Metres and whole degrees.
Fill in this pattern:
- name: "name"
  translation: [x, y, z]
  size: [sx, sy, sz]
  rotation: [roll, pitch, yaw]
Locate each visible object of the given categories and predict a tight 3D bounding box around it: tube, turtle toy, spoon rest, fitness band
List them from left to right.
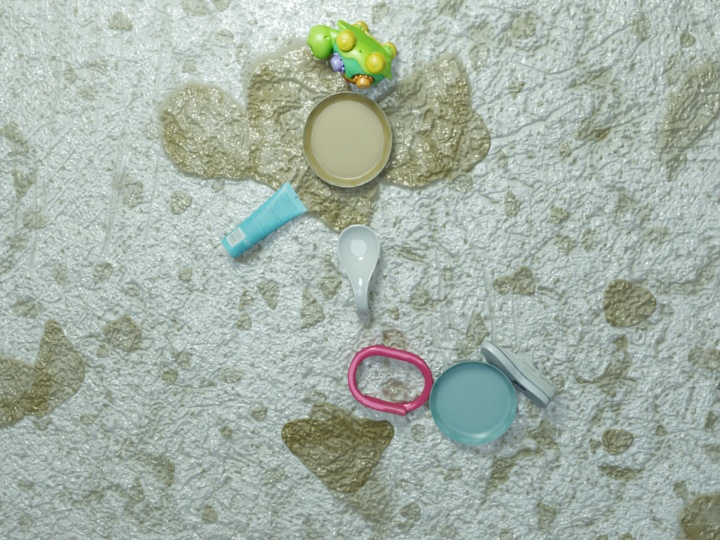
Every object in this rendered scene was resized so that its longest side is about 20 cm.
- name: "tube"
  translation: [-0.218, -0.107, 1.691]
  size: [0.199, 0.050, 0.078]
  rotation: [-36, 99, 4]
- name: "turtle toy"
  translation: [-0.019, -0.453, 1.584]
  size: [0.198, 0.146, 0.102]
  rotation: [35, 121, -2]
- name: "spoon rest"
  translation: [0.000, 0.000, 1.684]
  size: [0.097, 0.061, 0.205]
  rotation: [-5, 100, 4]
- name: "fitness band"
  translation: [0.068, 0.249, 1.734]
  size: [0.196, 0.037, 0.147]
  rotation: [13, 97, 1]

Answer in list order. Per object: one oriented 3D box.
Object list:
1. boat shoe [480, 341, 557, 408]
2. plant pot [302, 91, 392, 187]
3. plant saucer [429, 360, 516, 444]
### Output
- name: "boat shoe"
  translation: [0.358, 0.216, 1.699]
  size: [0.199, 0.071, 0.070]
  rotation: [41, 72, 1]
- name: "plant pot"
  translation: [-0.028, -0.285, 1.657]
  size: [0.195, 0.028, 0.205]
  rotation: [1, 99, 5]
- name: "plant saucer"
  translation: [0.255, 0.297, 1.723]
  size: [0.195, 0.027, 0.205]
  rotation: [2, 105, 6]
